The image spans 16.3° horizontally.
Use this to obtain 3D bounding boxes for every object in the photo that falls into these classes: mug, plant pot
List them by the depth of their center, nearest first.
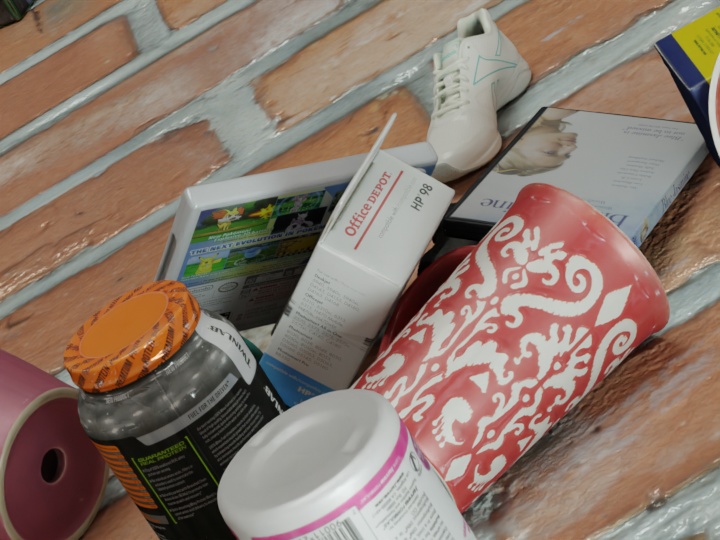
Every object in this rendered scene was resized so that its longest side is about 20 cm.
[{"bbox_3d":[0.085,0.061,1.672,0.200,0.133,0.178,-45,5,-19],"label":"mug"},{"bbox_3d":[-0.296,0.137,1.892,0.179,0.200,0.200,9,44,34],"label":"plant pot"}]

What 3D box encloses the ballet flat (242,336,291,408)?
[{"bbox_3d":[-0.095,0.099,1.865,0.072,0.072,0.200,-33,22,-4],"label":"ballet flat"}]

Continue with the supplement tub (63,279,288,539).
[{"bbox_3d":[-0.107,0.112,1.680,0.122,0.200,0.123,-25,25,13],"label":"supplement tub"}]

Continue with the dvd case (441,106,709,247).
[{"bbox_3d":[0.162,-0.066,1.832,0.142,0.018,0.200,9,32,24],"label":"dvd case"}]

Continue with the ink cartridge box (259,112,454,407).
[{"bbox_3d":[0.000,0.000,1.757,0.116,0.067,0.200,-60,-2,-46],"label":"ink cartridge box"}]

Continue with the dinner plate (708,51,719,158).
[{"bbox_3d":[0.334,-0.112,1.680,0.200,0.024,0.201,-4,73,12],"label":"dinner plate"}]

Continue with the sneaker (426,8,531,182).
[{"bbox_3d":[0.083,-0.145,2.099,0.070,0.080,0.200,-16,30,28],"label":"sneaker"}]

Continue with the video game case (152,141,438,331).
[{"bbox_3d":[-0.056,-0.017,1.850,0.200,0.182,0.022,-12,59,-26],"label":"video game case"}]

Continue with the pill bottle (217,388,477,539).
[{"bbox_3d":[0.014,0.175,1.416,0.113,0.200,0.113,-25,25,13],"label":"pill bottle"}]

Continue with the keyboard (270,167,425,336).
[{"bbox_3d":[-0.011,-0.012,1.862,0.056,0.200,0.011,-8,56,-30],"label":"keyboard"}]

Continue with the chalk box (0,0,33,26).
[{"bbox_3d":[-0.477,-0.377,3.143,0.200,0.125,0.124,-17,28,28],"label":"chalk box"}]

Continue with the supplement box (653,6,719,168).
[{"bbox_3d":[0.329,-0.151,1.784,0.200,0.109,0.110,-29,24,5],"label":"supplement box"}]

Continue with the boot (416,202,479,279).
[{"bbox_3d":[0.115,-0.006,1.819,0.131,0.070,0.200,-15,35,15],"label":"boot"}]
